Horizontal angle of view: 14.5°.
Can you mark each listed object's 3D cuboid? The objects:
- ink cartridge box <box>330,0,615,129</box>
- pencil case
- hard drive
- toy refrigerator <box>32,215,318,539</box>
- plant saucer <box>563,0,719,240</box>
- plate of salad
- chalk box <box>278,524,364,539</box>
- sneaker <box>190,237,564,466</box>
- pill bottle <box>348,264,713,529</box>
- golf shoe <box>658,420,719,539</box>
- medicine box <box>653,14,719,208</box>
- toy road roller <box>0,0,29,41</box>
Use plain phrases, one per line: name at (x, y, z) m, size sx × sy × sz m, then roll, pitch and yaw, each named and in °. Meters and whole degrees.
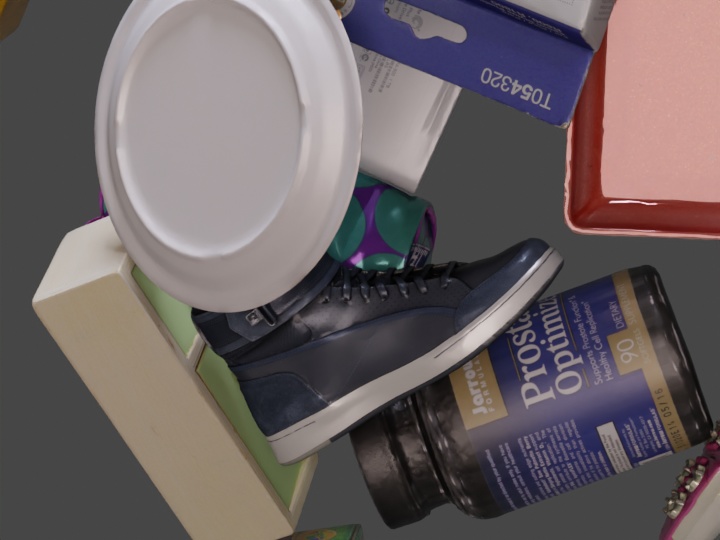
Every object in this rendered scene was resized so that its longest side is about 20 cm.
ink cartridge box at (0.051, -0.199, 1.474) m, size 0.196 × 0.043 × 0.201 m, roll 23°, pitch 102°, yaw 21°
pencil case at (-0.056, -0.028, 1.673) m, size 0.199 × 0.085 × 0.093 m, roll 19°, pitch 67°, yaw 4°
hard drive at (-0.031, -0.148, 1.690) m, size 0.199 × 0.025 × 0.132 m, roll 25°, pitch 97°, yaw 2°
toy refrigerator at (-0.102, 0.065, 1.649) m, size 0.070 × 0.076 × 0.200 m, roll -20°, pitch 116°, yaw 25°
plant saucer at (0.209, -0.116, 1.482) m, size 0.199 × 0.037 × 0.200 m, roll 2°, pitch 95°, yaw 5°
plate of salad at (-0.068, -0.078, 1.539) m, size 0.200 × 0.048 × 0.201 m, roll 1°, pitch 92°, yaw 40°
chalk box at (-0.048, 0.226, 1.678) m, size 0.199 × 0.124 × 0.124 m, roll -10°, pitch 95°, yaw 5°
sneaker at (-0.001, 0.001, 1.588) m, size 0.202 × 0.077 × 0.146 m, roll -31°, pitch 95°, yaw 13°
pill bottle at (0.097, 0.079, 1.656) m, size 0.199 × 0.112 × 0.112 m, roll -20°, pitch 93°, yaw 6°
golf shoe at (0.257, 0.103, 1.665) m, size 0.091 × 0.075 × 0.200 m, roll 38°, pitch 99°, yaw -3°
medicine box at (0.270, -0.117, 1.587) m, size 0.199 × 0.182 × 0.103 m, roll -18°, pitch 94°, yaw 7°
toy road roller at (-0.240, -0.218, 1.658) m, size 0.200 × 0.123 × 0.146 m, roll 26°, pitch 108°, yaw 2°
